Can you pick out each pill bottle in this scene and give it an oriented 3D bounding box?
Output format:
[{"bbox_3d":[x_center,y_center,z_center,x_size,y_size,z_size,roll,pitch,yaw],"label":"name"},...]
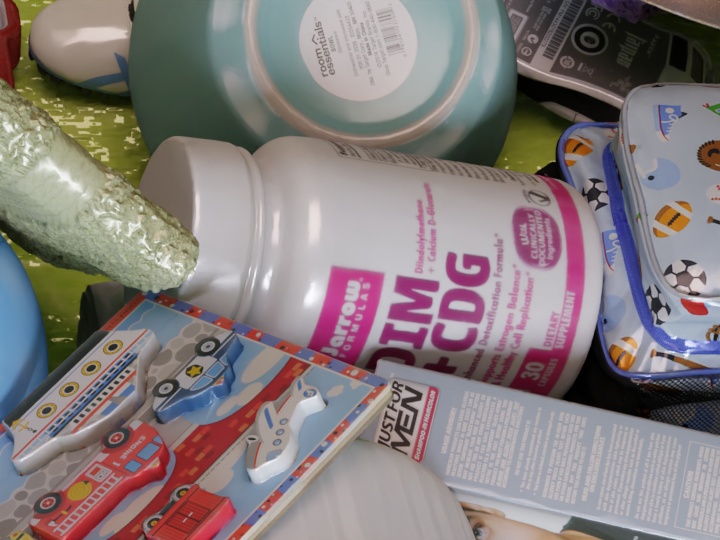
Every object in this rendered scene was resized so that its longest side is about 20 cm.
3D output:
[{"bbox_3d":[0.000,0.000,1.305,0.200,0.113,0.114,8,52,-22],"label":"pill bottle"}]

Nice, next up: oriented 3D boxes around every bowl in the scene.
[{"bbox_3d":[-0.008,-0.109,1.390,0.200,0.105,0.201,2,82,-11],"label":"bowl"}]

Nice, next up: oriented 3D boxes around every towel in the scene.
[{"bbox_3d":[-0.157,-0.044,1.255,0.148,0.200,0.037,39,78,-24],"label":"towel"}]

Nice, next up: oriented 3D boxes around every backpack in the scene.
[{"bbox_3d":[0.191,0.002,1.358,0.190,0.154,0.200,3,55,-15],"label":"backpack"}]

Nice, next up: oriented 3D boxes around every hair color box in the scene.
[{"bbox_3d":[0.095,0.109,1.266,0.200,0.099,0.061,13,56,5],"label":"hair color box"}]

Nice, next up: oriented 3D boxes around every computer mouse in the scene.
[{"bbox_3d":[0.147,-0.097,1.489,0.200,0.044,0.110,27,61,6],"label":"computer mouse"}]

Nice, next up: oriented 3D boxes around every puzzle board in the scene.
[{"bbox_3d":[-0.103,0.088,1.145,0.151,0.017,0.200,20,53,40],"label":"puzzle board"}]

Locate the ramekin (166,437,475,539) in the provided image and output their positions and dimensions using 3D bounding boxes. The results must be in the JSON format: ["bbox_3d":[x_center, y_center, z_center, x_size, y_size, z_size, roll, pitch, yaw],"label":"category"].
[{"bbox_3d":[-0.034,0.157,1.197,0.200,0.201,0.098,-4,48,-9],"label":"ramekin"}]

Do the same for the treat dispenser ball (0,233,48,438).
[{"bbox_3d":[-0.238,0.045,1.249,0.200,0.201,0.201,3,54,-4],"label":"treat dispenser ball"}]

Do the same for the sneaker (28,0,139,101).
[{"bbox_3d":[-0.073,-0.134,1.474,0.200,0.073,0.072,-5,57,-8],"label":"sneaker"}]

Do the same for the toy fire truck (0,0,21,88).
[{"bbox_3d":[-0.266,-0.088,1.413,0.199,0.112,0.168,-3,31,-9],"label":"toy fire truck"}]

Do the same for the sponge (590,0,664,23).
[{"bbox_3d":[0.091,-0.194,1.521,0.200,0.030,0.112,30,27,19],"label":"sponge"}]

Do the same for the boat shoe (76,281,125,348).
[{"bbox_3d":[-0.087,0.070,1.306,0.062,0.072,0.200,-1,31,-18],"label":"boat shoe"}]

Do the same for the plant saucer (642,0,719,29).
[{"bbox_3d":[0.171,-0.177,1.477,0.200,0.032,0.200,18,24,-8],"label":"plant saucer"}]
